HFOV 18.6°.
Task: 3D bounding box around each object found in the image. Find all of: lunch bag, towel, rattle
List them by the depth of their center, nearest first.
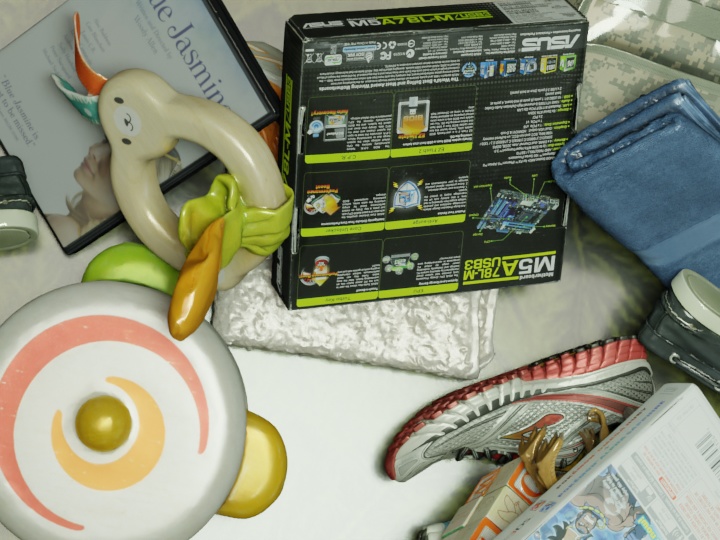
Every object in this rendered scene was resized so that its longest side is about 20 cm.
[{"bbox_3d":[-0.151,-0.058,1.385,0.200,0.130,0.143,47,58,-3],"label":"rattle"},{"bbox_3d":[0.220,-0.046,1.477,0.111,0.200,0.049,-27,49,25],"label":"towel"},{"bbox_3d":[0.000,0.000,1.519,0.199,0.034,0.133,7,83,-6],"label":"towel"},{"bbox_3d":[0.208,-0.151,1.520,0.163,0.118,0.201,18,91,-9],"label":"lunch bag"}]

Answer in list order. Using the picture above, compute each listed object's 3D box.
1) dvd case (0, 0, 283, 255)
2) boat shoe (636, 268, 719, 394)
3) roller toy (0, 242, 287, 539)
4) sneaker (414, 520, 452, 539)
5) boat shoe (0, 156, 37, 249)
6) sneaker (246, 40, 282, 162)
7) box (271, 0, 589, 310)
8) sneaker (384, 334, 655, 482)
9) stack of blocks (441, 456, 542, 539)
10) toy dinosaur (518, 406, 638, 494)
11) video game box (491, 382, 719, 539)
[{"bbox_3d":[-0.159,-0.116,1.461,0.200,0.018,0.143,-31,89,28],"label":"dvd case"},{"bbox_3d":[0.270,0.080,1.523,0.199,0.075,0.066,35,113,-27],"label":"boat shoe"},{"bbox_3d":[-0.162,0.100,1.431,0.182,0.140,0.201,-32,90,-3],"label":"roller toy"},{"bbox_3d":[0.103,0.261,1.487,0.090,0.078,0.201,-14,87,-11],"label":"sneaker"},{"bbox_3d":[-0.316,-0.048,1.461,0.198,0.075,0.066,-4,74,-2],"label":"boat shoe"},{"bbox_3d":[-0.048,-0.115,1.496,0.199,0.092,0.076,27,120,-2],"label":"sneaker"},{"bbox_3d":[0.044,-0.076,1.439,0.199,0.048,0.194,-7,121,-18],"label":"box"},{"bbox_3d":[0.112,0.108,1.501,0.199,0.078,0.083,-18,88,-8],"label":"sneaker"},{"bbox_3d":[0.088,0.233,1.419,0.115,0.059,0.200,42,55,-9],"label":"stack of blocks"},{"bbox_3d":[0.148,0.152,1.415,0.106,0.060,0.200,38,56,-13],"label":"toy dinosaur"},{"bbox_3d":[0.191,0.204,1.382,0.182,0.047,0.200,-39,102,-20],"label":"video game box"}]
